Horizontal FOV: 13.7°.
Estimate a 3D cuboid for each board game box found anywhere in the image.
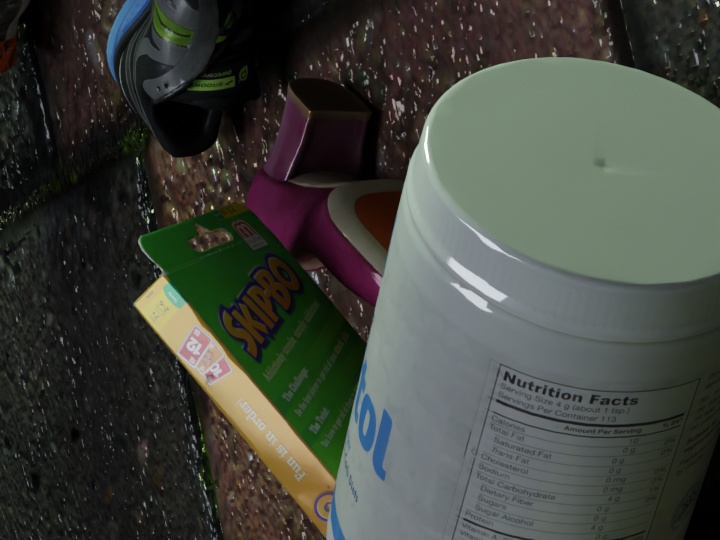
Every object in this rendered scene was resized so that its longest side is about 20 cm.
[{"bbox_3d":[-0.011,0.060,1.199,0.030,0.096,0.200,-41,82,26],"label":"board game box"}]

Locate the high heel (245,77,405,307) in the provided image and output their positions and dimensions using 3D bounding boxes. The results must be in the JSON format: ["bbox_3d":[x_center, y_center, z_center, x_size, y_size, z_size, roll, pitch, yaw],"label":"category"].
[{"bbox_3d":[0.000,0.000,1.266,0.200,0.067,0.096,-116,34,-60],"label":"high heel"}]

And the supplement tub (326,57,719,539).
[{"bbox_3d":[0.065,0.040,1.068,0.132,0.132,0.200,56,146,41],"label":"supplement tub"}]

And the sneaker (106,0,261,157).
[{"bbox_3d":[-0.067,-0.120,1.370,0.083,0.071,0.200,64,156,21],"label":"sneaker"}]

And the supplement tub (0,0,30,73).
[{"bbox_3d":[-0.240,-0.208,1.631,0.122,0.122,0.200,31,127,58],"label":"supplement tub"}]
